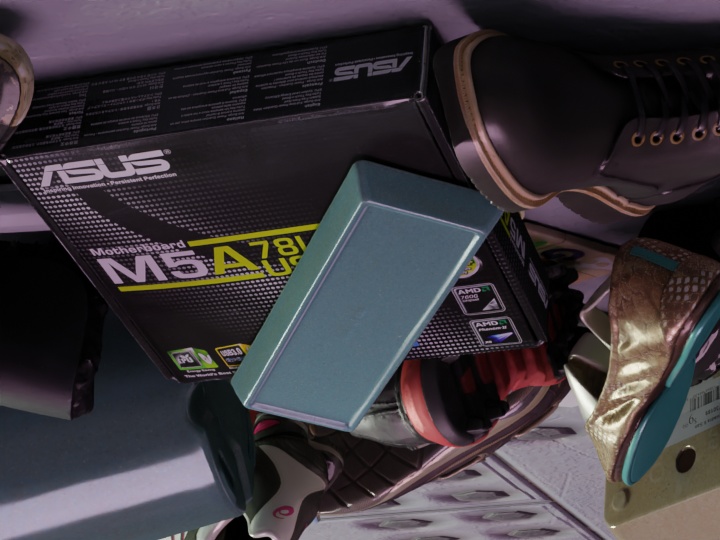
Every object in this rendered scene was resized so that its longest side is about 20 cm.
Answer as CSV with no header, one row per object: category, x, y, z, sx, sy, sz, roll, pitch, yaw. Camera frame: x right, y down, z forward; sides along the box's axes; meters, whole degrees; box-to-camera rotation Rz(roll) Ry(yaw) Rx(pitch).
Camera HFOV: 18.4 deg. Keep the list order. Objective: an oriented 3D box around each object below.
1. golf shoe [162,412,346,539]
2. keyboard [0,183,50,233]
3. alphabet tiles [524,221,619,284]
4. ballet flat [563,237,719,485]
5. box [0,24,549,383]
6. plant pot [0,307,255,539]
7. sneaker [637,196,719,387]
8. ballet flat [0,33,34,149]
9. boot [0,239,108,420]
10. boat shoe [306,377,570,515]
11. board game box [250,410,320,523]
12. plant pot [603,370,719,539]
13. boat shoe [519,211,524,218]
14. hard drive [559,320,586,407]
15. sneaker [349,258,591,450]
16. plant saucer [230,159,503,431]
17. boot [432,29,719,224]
golf shoe,-0.088,0.158,1.310,0.077,0.088,0.200,31,136,-12
keyboard,-0.192,-0.032,1.125,0.200,0.011,0.056,-3,158,6
alphabet tiles,0.030,0.001,1.254,0.167,0.008,0.200,14,157,-42
ballet flat,0.142,0.043,1.152,0.065,0.071,0.200,34,149,15
box,-0.033,-0.023,1.008,0.200,0.048,0.193,-6,146,18
plant pot,-0.168,0.079,1.207,0.196,0.201,0.200,-11,162,7
sneaker,0.176,0.003,1.185,0.091,0.076,0.200,16,151,-20
ballet flat,-0.200,-0.065,0.964,0.200,0.057,0.066,-23,111,48
boot,-0.206,0.035,1.029,0.168,0.200,0.077,13,122,-1
boat shoe,0.044,0.097,1.313,0.200,0.075,0.073,-28,150,30
board game box,-0.130,0.107,1.428,0.200,0.105,0.103,-3,163,2
plant pot,0.252,0.099,1.288,0.177,0.200,0.200,26,146,-29
boat shoe,0.000,0.000,1.129,0.200,0.067,0.074,-16,149,40
hard drive,0.092,0.055,1.391,0.200,0.027,0.132,8,161,-34
sneaker,0.053,0.044,1.180,0.098,0.071,0.200,-13,-171,32
plant saucer,-0.001,0.019,1.010,0.070,0.019,0.200,14,144,-13
boot,0.127,-0.074,0.914,0.138,0.078,0.200,-15,172,27
